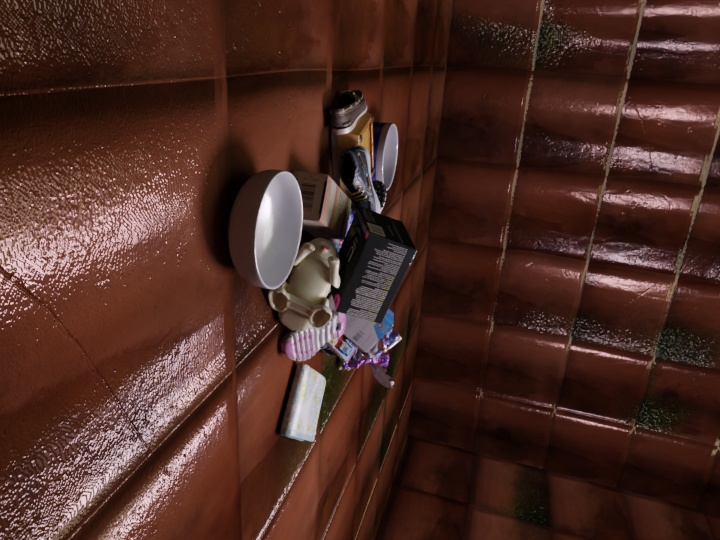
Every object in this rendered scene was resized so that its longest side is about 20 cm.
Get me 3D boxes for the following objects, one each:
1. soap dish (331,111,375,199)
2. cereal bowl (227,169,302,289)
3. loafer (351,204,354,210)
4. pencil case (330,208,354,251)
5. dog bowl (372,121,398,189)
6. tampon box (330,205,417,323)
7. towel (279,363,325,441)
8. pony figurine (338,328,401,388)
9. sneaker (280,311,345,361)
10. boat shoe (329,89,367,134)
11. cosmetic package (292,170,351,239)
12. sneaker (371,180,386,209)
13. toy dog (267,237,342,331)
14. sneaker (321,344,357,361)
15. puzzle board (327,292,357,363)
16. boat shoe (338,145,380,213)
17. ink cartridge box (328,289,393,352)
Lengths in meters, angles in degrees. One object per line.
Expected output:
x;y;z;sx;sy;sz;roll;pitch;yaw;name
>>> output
-0.016;-0.306;1.418;0.159;0.079;0.205;-64;157;-49;soap dish
-0.172;-0.074;0.933;0.200;0.081;0.208;9;90;-76;cereal bowl
-0.011;-0.113;1.583;0.073;0.071;0.206;-53;149;-52;loafer
-0.056;-0.076;1.395;0.078;0.084;0.206;-131;-144;-53;pencil case
0.059;-0.358;1.688;0.200;0.076;0.207;10;89;-75;dog bowl
0.021;-0.013;1.247;0.204;0.123;0.151;-64;-158;23;tampon box
-0.144;0.343;1.379;0.201;0.046;0.177;63;36;-67;towel
0.039;0.260;1.699;0.200;0.190;0.169;-44;122;-26;pony figurine
-0.124;0.145;1.284;0.198;0.087;0.083;-25;126;-47;sneaker
-0.030;-0.406;1.326;0.202;0.069;0.061;-68;153;-47;boat shoe
-0.090;-0.141;1.211;0.200;0.084;0.107;27;72;-75;cosmetic package
0.019;-0.137;1.423;0.091;0.064;0.207;126;-21;-76;sneaker
-0.102;0.021;1.176;0.196;0.135;0.204;101;7;-56;toy dog
-0.063;0.192;1.467;0.201;0.110;0.078;63;41;-68;sneaker
-0.056;0.145;1.441;0.017;0.151;0.200;-42;-178;24;puzzle board
-0.008;-0.196;1.310;0.090;0.069;0.207;-31;113;-59;boat shoe
-0.020;0.102;1.405;0.116;0.199;0.067;-45;-167;22;ink cartridge box
